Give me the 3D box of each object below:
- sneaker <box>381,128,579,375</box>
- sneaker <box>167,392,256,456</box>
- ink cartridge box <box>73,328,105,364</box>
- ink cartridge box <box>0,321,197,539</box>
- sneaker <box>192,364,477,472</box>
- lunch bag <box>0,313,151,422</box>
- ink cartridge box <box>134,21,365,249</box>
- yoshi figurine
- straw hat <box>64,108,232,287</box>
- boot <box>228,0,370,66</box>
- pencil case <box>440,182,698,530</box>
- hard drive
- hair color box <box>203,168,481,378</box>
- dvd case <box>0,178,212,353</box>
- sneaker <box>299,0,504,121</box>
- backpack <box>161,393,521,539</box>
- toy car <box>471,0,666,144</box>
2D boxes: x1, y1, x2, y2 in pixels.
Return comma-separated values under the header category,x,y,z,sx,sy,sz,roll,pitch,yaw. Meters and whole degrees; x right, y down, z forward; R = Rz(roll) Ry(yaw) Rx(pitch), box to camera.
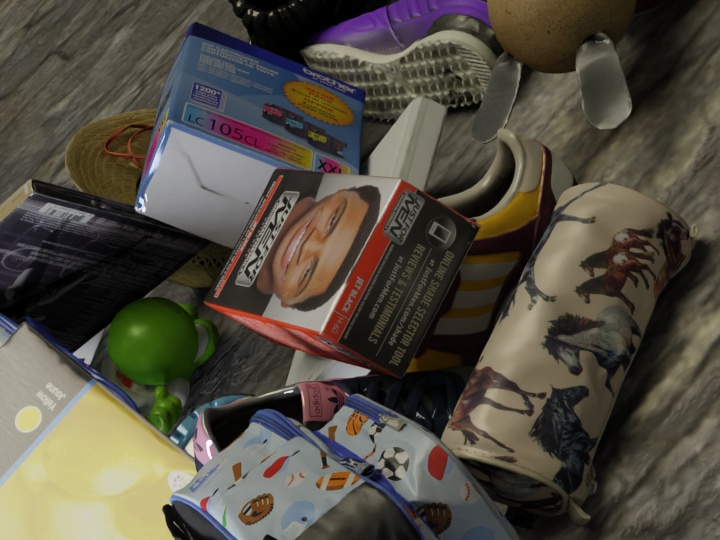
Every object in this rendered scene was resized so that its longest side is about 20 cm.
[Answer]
category,x,y,z,sx,sy,sz,roll,pitch,yaw
sneaker,0.054,0.008,1.377,0.200,0.090,0.075,-54,31,-9
sneaker,-0.105,0.169,1.441,0.087,0.075,0.200,25,71,32
ink cartridge box,-0.270,0.042,1.667,0.200,0.148,0.076,118,143,-53
ink cartridge box,-0.201,0.160,1.387,0.198,0.047,0.200,35,77,27
sneaker,0.002,0.089,1.303,0.200,0.082,0.070,-17,57,3
lunch bag,-0.231,0.112,1.487,0.200,0.076,0.160,30,79,29
ink cartridge box,-0.071,-0.090,1.560,0.200,0.136,0.076,-88,22,-63
yoshi figurine,-0.175,0.090,1.553,0.200,0.112,0.112,-50,20,-20
straw hat,-0.118,-0.036,1.648,0.201,0.201,0.085,-113,27,-57
boot,-0.025,-0.244,1.700,0.158,0.079,0.211,77,-145,-73
pencil case,0.118,0.042,1.272,0.200,0.089,0.078,-63,5,-23
hard drive,0.000,0.000,1.475,0.132,0.026,0.200,-51,19,52
hair color box,-0.015,-0.002,1.356,0.102,0.061,0.200,-63,23,-8
dvd case,-0.216,0.009,1.537,0.200,0.149,0.016,-37,54,35
sneaker,0.047,-0.165,1.614,0.200,0.070,0.100,3,50,49
backpack,-0.007,0.153,1.202,0.154,0.200,0.190,-42,32,-20
toy car,0.135,-0.166,1.423,0.164,0.158,0.200,-8,58,35
